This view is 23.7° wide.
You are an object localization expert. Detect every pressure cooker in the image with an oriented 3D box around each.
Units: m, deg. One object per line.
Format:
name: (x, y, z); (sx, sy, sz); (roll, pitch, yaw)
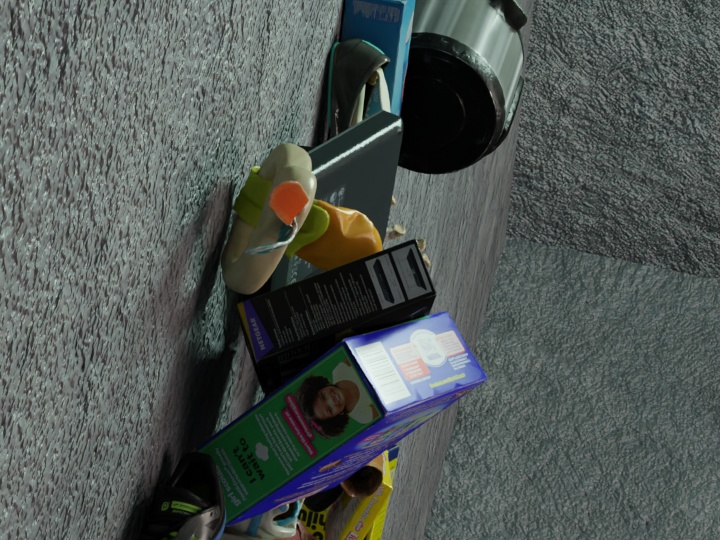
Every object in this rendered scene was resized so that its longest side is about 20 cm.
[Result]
pressure cooker: (0.095, -0.227, 1.908); (0.201, 0.174, 0.180); (-69, 163, -52)

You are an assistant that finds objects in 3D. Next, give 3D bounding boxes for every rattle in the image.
rattle: (-0.032, -0.022, 1.344); (0.131, 0.143, 0.200); (-53, -167, -16)

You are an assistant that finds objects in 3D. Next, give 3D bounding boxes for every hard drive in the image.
hard drive: (-0.032, -0.050, 1.554); (0.200, 0.033, 0.141); (-34, 141, -48)

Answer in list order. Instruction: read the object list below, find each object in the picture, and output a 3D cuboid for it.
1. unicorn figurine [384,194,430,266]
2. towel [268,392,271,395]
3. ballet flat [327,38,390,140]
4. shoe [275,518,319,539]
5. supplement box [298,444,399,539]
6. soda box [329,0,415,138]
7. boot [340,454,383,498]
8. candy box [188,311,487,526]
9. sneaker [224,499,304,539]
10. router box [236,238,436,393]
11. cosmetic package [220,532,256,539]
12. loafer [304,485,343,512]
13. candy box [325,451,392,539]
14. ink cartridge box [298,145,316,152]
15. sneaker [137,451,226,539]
unicorn figurine: (0.000, 0.000, 1.754); (0.201, 0.136, 0.074); (58, 14, -27)
towel: (-0.073, 0.126, 1.790); (0.144, 0.022, 0.202); (-39, 140, -75)
ballet flat: (-0.008, -0.130, 1.720); (0.068, 0.068, 0.202); (-43, 144, -65)
shoe: (-0.065, 0.292, 1.791); (0.072, 0.090, 0.200); (-61, 167, -19)
supplement box: (-0.032, 0.291, 1.978); (0.109, 0.108, 0.202); (16, 86, -82)
soda box: (0.011, -0.194, 1.775); (0.068, 0.063, 0.202); (-60, 160, -63)
boot: (-0.013, 0.116, 1.640); (0.201, 0.076, 0.157); (90, -3, -59)
candy box: (-0.019, 0.124, 1.441); (0.200, 0.077, 0.169); (-39, 165, 30)
sneaker: (-0.094, 0.227, 1.596); (0.200, 0.080, 0.077); (81, 21, -69)
router box: (-0.021, 0.042, 1.453); (0.200, 0.156, 0.053); (100, -31, -78)
cosmetic package: (-0.100, 0.320, 1.609); (0.201, 0.102, 0.074); (87, 16, -61)
loafer: (-0.064, 0.188, 1.754); (0.072, 0.063, 0.200); (-41, 154, -12)
candy box: (-0.003, 0.241, 1.789); (0.103, 0.026, 0.200); (-62, -176, 6)
ink cartridge box: (-0.061, -0.011, 1.645); (0.095, 0.037, 0.202); (-68, 164, -50)
sneaker: (-0.147, 0.210, 1.302); (0.200, 0.070, 0.083); (-73, 166, -59)
